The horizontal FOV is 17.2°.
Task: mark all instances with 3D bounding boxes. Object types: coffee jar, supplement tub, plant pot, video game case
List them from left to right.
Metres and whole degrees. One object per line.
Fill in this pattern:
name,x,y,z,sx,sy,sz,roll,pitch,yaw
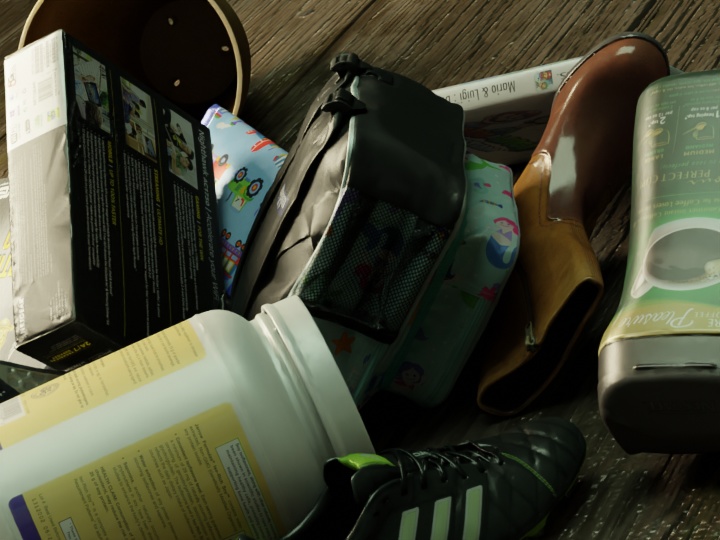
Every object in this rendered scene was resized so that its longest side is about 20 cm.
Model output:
plant pot,-0.164,-0.173,1.967,0.186,0.187,0.200,-16,8,14
supplement tub,-0.099,0.109,1.238,0.199,0.146,0.145,-24,21,-6
video game case,0.127,-0.104,1.564,0.181,0.024,0.200,-11,-9,25
coffee jar,0.182,-0.001,1.214,0.104,0.085,0.201,-2,58,26

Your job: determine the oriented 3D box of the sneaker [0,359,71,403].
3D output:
sneaker,-0.178,0.128,1.366,0.201,0.146,0.077,14,38,-19

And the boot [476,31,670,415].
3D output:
boot,0.121,-0.033,1.374,0.188,0.068,0.200,-50,11,20

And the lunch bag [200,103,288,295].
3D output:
lunch bag,-0.100,0.014,1.536,0.200,0.094,0.150,-50,36,-3

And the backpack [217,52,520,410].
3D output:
backpack,0.000,0.000,1.374,0.200,0.150,0.178,-58,12,19

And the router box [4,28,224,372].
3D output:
router box,-0.144,-0.023,1.418,0.051,0.149,0.201,-23,56,27

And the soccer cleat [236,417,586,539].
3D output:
soccer cleat,0.029,0.117,1.184,0.200,0.081,0.067,-31,23,-22

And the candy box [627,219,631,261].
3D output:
candy box,0.253,-0.019,1.324,0.199,0.061,0.137,-16,22,16

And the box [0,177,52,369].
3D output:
box,-0.215,0.010,1.581,0.200,0.048,0.159,-6,57,52
